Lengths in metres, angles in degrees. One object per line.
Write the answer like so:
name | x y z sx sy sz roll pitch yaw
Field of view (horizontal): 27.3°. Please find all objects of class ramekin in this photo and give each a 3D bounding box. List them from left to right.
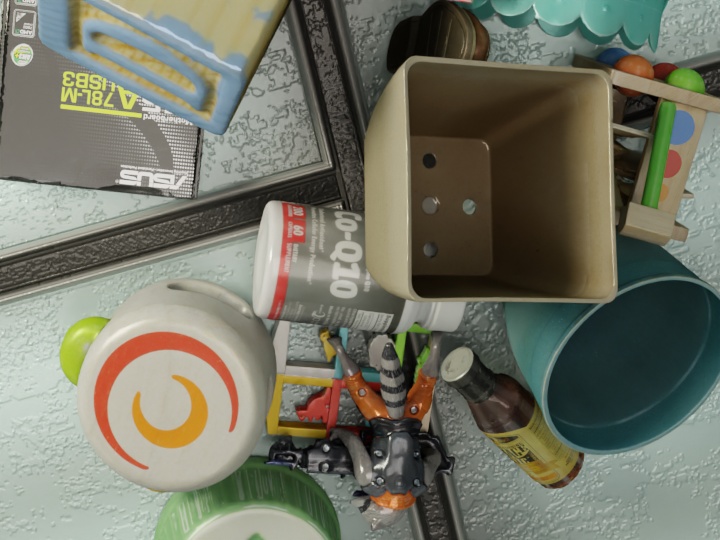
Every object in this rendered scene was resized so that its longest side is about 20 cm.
ramekin | -0.111 0.301 1.505 0.197 0.098 0.202 -2 105 -9

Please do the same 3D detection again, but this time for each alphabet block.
alphabet block | -0.148 -0.264 1.269 0.194 0.196 0.202 26 77 -8

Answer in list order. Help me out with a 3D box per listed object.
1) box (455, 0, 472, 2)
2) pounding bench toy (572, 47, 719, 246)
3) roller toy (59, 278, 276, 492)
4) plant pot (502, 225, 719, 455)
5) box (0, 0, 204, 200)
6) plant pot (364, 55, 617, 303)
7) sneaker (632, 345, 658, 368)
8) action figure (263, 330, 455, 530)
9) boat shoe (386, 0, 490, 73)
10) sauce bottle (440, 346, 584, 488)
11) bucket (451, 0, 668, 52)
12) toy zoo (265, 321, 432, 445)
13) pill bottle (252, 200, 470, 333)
box | 0.046 -0.301 1.324 0.094 0.200 0.104 11 100 -11
pounding bench toy | 0.269 -0.120 1.407 0.123 0.200 0.158 13 103 -12
roller toy | -0.172 0.108 1.426 0.181 0.140 0.202 -23 102 8
plant pot | 0.224 0.041 1.431 0.198 0.188 0.202 -12 127 -17
box | -0.241 -0.173 1.391 0.198 0.048 0.196 6 100 -11
plant pot | 0.096 -0.069 1.320 0.198 0.177 0.203 1 86 -22
sneaker | 0.278 0.096 1.520 0.198 0.089 0.079 -22 106 0
action figure | 0.005 0.163 1.468 0.198 0.105 0.196 -5 95 -11
boat shoe | 0.087 -0.205 1.357 0.067 0.200 0.073 11 97 -18
sauce bottle | 0.152 0.148 1.501 0.066 0.066 0.200 -45 122 4
bucket | 0.192 -0.286 1.358 0.205 0.207 0.136 10 98 -11
toy zoo | -0.021 0.107 1.511 0.198 0.020 0.133 5 103 -10
pill bottle | 0.000 0.000 1.439 0.198 0.114 0.115 7 103 -11
